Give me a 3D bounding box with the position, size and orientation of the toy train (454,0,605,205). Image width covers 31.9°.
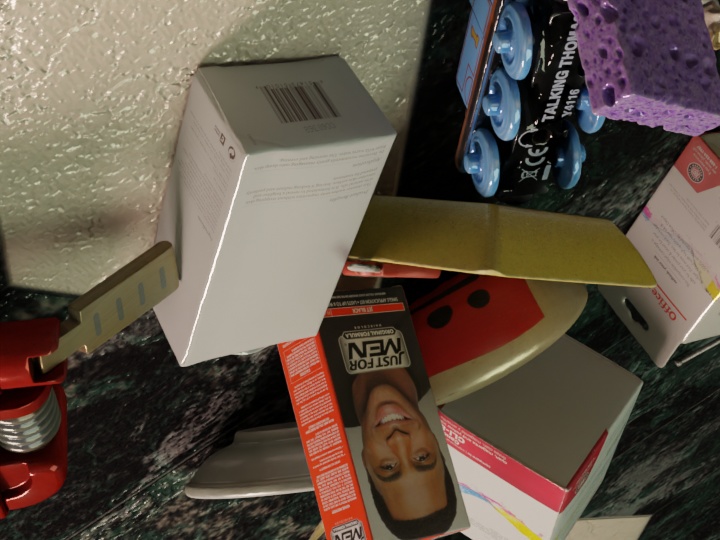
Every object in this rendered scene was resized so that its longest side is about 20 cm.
[{"bbox_3d":[0.109,-0.134,0.813,0.086,0.115,0.200,-6,143,-12],"label":"toy train"}]

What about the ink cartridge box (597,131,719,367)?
[{"bbox_3d":[0.312,-0.017,1.161,0.067,0.117,0.200,-9,143,-34],"label":"ink cartridge box"}]

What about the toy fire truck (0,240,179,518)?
[{"bbox_3d":[-0.210,0.068,0.795,0.199,0.129,0.176,-6,144,-5],"label":"toy fire truck"}]

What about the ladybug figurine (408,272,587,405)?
[{"bbox_3d":[0.093,0.046,1.062,0.199,0.136,0.072,-31,105,1],"label":"ladybug figurine"}]

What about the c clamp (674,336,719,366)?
[{"bbox_3d":[0.435,0.029,1.422,0.170,0.027,0.200,-30,149,-5],"label":"c clamp"}]

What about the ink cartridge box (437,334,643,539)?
[{"bbox_3d":[0.159,0.170,1.214,0.145,0.144,0.200,-48,157,-30],"label":"ink cartridge box"}]

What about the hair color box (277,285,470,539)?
[{"bbox_3d":[0.007,0.117,0.983,0.101,0.201,0.061,-4,163,-39],"label":"hair color box"}]

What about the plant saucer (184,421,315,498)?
[{"bbox_3d":[-0.054,0.157,1.084,0.199,0.050,0.200,-8,176,0],"label":"plant saucer"}]

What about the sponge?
[{"bbox_3d":[0.152,-0.180,0.721,0.111,0.201,0.030,1,163,-46],"label":"sponge"}]

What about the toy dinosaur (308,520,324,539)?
[{"bbox_3d":[0.016,0.213,1.290,0.200,0.058,0.101,-49,131,11],"label":"toy dinosaur"}]

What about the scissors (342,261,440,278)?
[{"bbox_3d":[0.000,0.000,0.914,0.073,0.014,0.200,4,-179,22],"label":"scissors"}]

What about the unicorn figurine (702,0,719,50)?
[{"bbox_3d":[0.207,-0.198,0.825,0.074,0.137,0.201,-1,124,-25],"label":"unicorn figurine"}]

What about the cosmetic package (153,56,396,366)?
[{"bbox_3d":[-0.066,-0.035,0.828,0.112,0.081,0.200,-10,143,-32],"label":"cosmetic package"}]

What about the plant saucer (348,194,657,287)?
[{"bbox_3d":[0.085,-0.024,0.923,0.199,0.199,0.049,4,92,-45],"label":"plant saucer"}]
